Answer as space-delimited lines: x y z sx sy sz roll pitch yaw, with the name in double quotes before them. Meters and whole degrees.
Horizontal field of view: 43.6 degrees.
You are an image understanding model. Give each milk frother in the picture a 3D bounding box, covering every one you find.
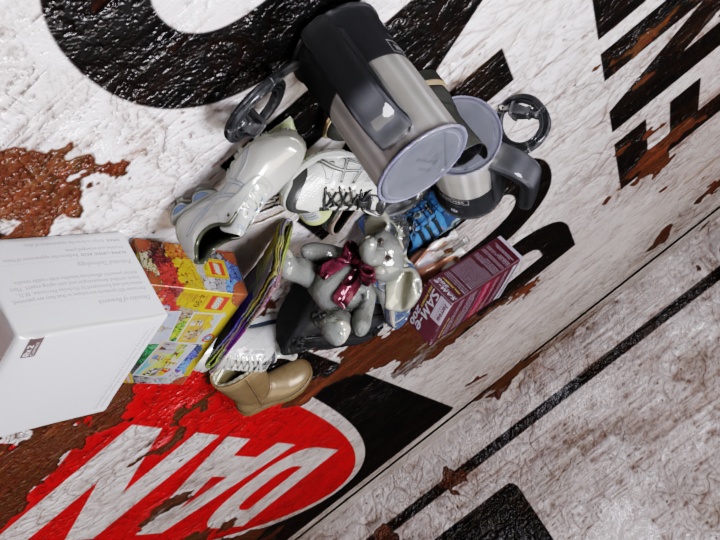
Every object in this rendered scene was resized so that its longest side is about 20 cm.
"milk frother" 0.187 -0.198 1.314 0.176 0.205 0.188 5 166 12
"milk frother" -0.024 -0.157 0.980 0.200 0.190 0.179 -46 155 28

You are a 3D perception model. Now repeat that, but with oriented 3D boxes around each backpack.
"backpack" -0.034 0.061 1.514 0.196 0.155 0.164 11 129 -33

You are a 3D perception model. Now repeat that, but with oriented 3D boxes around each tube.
"tube" -0.087 -0.125 1.166 0.200 0.051 0.059 54 51 -62

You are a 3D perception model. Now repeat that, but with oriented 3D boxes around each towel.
"towel" -0.151 0.031 1.213 0.022 0.145 0.201 28 125 -17
"towel" -0.168 -0.019 1.268 0.131 0.035 0.201 -24 155 -26

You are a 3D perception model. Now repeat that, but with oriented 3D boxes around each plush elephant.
"plush elephant" 0.000 0.000 1.308 0.155 0.166 0.199 -43 160 17

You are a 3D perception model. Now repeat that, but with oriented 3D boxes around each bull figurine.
"bull figurine" 0.140 -0.011 1.557 0.121 0.066 0.199 -37 168 15

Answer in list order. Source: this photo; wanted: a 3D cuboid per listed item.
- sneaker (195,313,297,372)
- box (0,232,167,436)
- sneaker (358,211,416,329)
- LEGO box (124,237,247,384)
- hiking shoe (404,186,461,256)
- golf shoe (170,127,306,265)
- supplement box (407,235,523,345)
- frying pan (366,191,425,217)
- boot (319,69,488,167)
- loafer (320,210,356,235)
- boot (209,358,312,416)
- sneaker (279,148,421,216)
"sneaker" -0.191 0.131 1.477 0.197 0.081 0.077 -16 153 -38
"box" -0.364 0.074 1.033 0.198 0.132 0.200 -7 145 -50
"sneaker" 0.040 -0.004 1.457 0.077 0.084 0.205 -31 122 -48
"LEGO box" -0.263 0.059 1.182 0.147 0.078 0.201 7 135 -39
"hiking shoe" 0.111 -0.084 1.497 0.086 0.075 0.201 -21 154 -40
"golf shoe" -0.136 -0.081 1.073 0.199 0.098 0.078 -38 136 14
"supplement box" 0.176 0.031 1.502 0.198 0.061 0.110 -30 155 -40
"frying pan" 0.015 -0.108 1.349 0.187 0.031 0.115 -30 140 8
"boot" 0.060 -0.176 1.151 0.197 0.140 0.078 -24 156 -25
"loafer" 0.014 -0.131 1.259 0.200 0.063 0.071 -45 141 16
"boot" -0.175 0.195 1.651 0.173 0.067 0.201 -33 157 -9
"sneaker" -0.006 -0.108 1.150 0.196 0.088 0.077 -19 141 -24
